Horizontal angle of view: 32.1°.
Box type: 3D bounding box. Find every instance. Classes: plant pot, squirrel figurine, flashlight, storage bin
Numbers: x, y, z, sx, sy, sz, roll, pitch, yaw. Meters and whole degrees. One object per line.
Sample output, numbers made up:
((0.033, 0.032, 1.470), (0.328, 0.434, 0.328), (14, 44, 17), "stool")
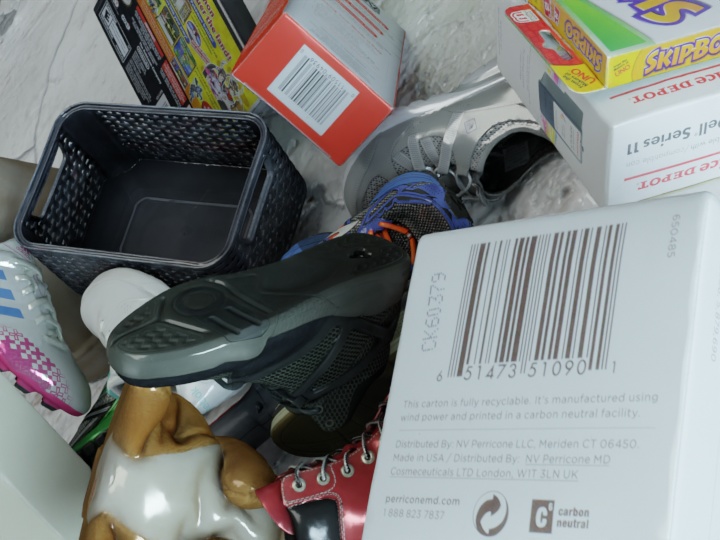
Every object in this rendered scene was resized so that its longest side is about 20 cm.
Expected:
((-0.296, -0.019, 1.139), (0.199, 0.173, 0.201), (-26, 51, 36), "plant pot")
((-0.088, 0.165, 0.834), (0.200, 0.185, 0.143), (143, 141, -68), "squirrel figurine")
((-0.104, 0.125, 0.942), (0.200, 0.068, 0.068), (-41, 64, 18), "flashlight")
((-0.159, -0.050, 1.008), (0.198, 0.094, 0.136), (6, 67, 24), "storage bin")

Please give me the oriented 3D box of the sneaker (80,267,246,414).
((-0.161, 0.058, 0.916), (0.199, 0.076, 0.089), (12, 50, 45), "sneaker")

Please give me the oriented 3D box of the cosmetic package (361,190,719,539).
((0.134, 0.085, 0.597), (0.164, 0.199, 0.166), (-8, 62, 44), "cosmetic package")

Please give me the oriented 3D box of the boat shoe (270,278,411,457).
((0.021, 0.054, 0.843), (0.200, 0.072, 0.066), (-36, 41, 21), "boat shoe")

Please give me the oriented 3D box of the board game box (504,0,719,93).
((0.188, -0.156, 0.708), (0.198, 0.030, 0.096), (-19, 45, -11), "board game box")

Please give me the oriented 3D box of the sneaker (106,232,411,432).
((-0.056, 0.055, 0.743), (0.076, 0.198, 0.115), (29, 125, 41), "sneaker")

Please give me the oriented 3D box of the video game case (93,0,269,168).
((-0.151, -0.193, 1.071), (0.201, 0.025, 0.181), (62, 144, 10), "video game case")

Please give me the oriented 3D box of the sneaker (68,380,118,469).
((-0.184, 0.117, 1.031), (0.200, 0.078, 0.085), (-48, 35, 4), "sneaker")

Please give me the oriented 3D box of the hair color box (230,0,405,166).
((-0.025, -0.161, 0.919), (0.061, 0.101, 0.200), (-45, 14, 22), "hair color box")

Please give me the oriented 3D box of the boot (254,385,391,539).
((0.013, 0.091, 0.733), (0.072, 0.143, 0.202), (164, 110, -79), "boot")

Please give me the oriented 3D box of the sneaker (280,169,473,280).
((0.000, 0.000, 0.866), (0.200, 0.075, 0.078), (-33, 10, 43), "sneaker")

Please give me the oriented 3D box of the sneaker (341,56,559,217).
((0.063, -0.076, 0.858), (0.199, 0.074, 0.083), (-32, 53, 35), "sneaker")

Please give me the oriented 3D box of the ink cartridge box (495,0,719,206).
((0.168, -0.105, 0.725), (0.116, 0.068, 0.201), (-17, 46, -10), "ink cartridge box")

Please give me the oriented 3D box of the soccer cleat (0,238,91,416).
((-0.276, 0.028, 1.003), (0.086, 0.200, 0.070), (-47, -4, -5), "soccer cleat")

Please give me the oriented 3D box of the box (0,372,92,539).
((-0.253, 0.175, 0.961), (0.082, 0.200, 0.069), (-24, 23, 34), "box")
